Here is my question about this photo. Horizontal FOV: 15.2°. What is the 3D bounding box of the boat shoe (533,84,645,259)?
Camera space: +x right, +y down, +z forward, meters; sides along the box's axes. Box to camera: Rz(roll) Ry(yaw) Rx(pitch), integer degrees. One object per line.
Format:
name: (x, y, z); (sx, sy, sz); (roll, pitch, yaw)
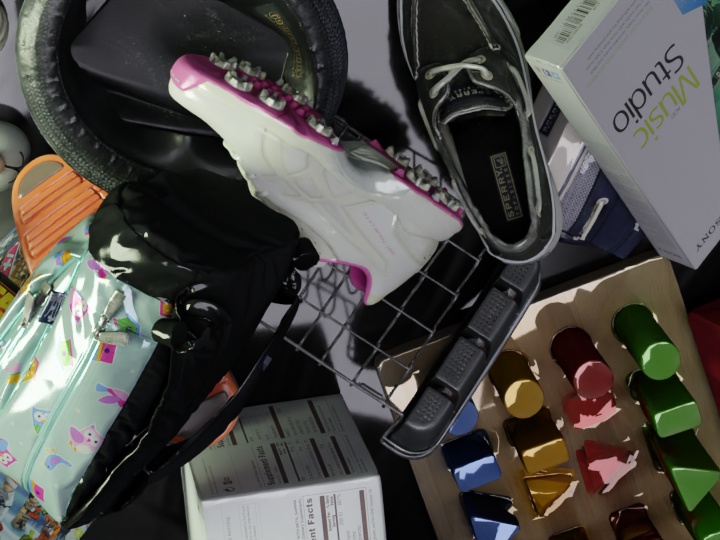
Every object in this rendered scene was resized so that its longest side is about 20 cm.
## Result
boat shoe: (0.165, -0.103, 1.667); (0.093, 0.075, 0.200); (23, 103, -27)

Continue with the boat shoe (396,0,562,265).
boat shoe: (0.071, -0.102, 1.612); (0.071, 0.064, 0.201); (-22, 79, 10)

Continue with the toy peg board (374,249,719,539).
toy peg board: (0.137, 0.121, 1.705); (0.199, 0.098, 0.201); (-20, 107, -2)

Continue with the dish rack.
dish rack: (0.000, 0.000, 1.647); (0.200, 0.055, 0.154); (34, 73, 1)

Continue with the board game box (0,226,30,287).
board game box: (-0.168, 0.025, 1.670); (0.200, 0.035, 0.136); (-42, 107, 5)

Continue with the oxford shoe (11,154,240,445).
oxford shoe: (-0.141, 0.020, 1.622); (0.071, 0.073, 0.200); (-33, 88, 5)

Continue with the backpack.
backpack: (-0.134, 0.043, 1.516); (0.127, 0.167, 0.200); (41, 113, 15)

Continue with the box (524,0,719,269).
box: (0.193, -0.114, 1.616); (0.144, 0.036, 0.200); (-51, 134, -12)

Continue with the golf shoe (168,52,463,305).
golf shoe: (-0.036, -0.050, 1.561); (0.200, 0.075, 0.092); (32, 104, -22)

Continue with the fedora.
fedora: (-0.110, -0.133, 1.601); (0.200, 0.092, 0.201); (-5, 111, -12)

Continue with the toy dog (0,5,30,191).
toy dog: (-0.296, -0.091, 1.587); (0.199, 0.096, 0.132); (-4, 107, -6)

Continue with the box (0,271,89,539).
box: (-0.227, 0.079, 1.600); (0.200, 0.040, 0.137); (42, 76, -26)

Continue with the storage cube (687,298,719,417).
storage cube: (0.331, 0.089, 1.664); (0.171, 0.180, 0.201); (-24, 109, -12)

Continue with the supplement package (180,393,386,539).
supplement package: (-0.044, 0.200, 1.672); (0.110, 0.156, 0.201); (-7, 107, -8)
